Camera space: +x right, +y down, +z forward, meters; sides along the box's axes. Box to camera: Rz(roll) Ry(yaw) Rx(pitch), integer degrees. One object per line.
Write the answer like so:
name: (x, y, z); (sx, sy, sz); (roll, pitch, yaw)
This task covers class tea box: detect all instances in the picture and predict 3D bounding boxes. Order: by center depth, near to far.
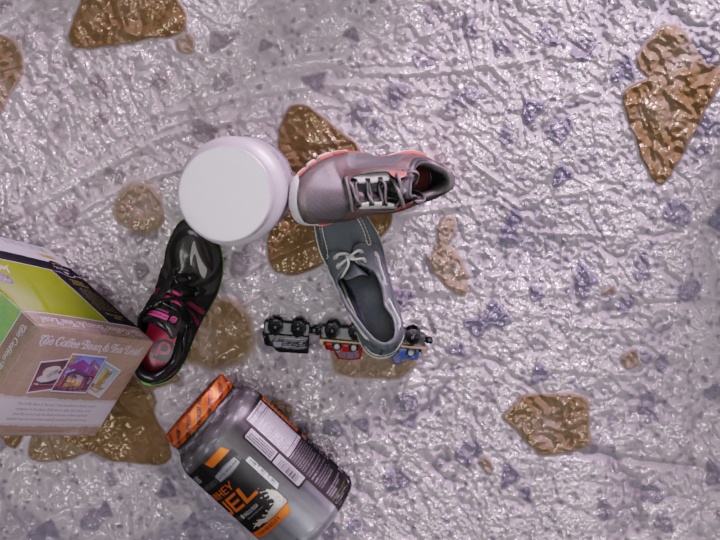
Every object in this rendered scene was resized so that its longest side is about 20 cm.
tea box: (-0.366, 0.065, 1.136); (0.196, 0.200, 0.134); (36, 96, 24)

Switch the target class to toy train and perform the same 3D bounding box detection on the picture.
toy train: (-0.015, 0.082, 1.248); (0.198, 0.034, 0.046); (4, 100, 0)

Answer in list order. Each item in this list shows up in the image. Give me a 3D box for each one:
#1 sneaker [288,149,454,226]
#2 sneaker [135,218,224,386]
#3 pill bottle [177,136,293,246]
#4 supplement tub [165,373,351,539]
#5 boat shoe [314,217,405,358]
sneaker: (0.017, -0.094, 1.162); (0.199, 0.082, 0.078); (-17, 108, -30)
sneaker: (-0.207, 0.040, 1.219); (0.076, 0.084, 0.202); (16, 97, -2)
pill bottle: (-0.132, -0.086, 1.146); (0.112, 0.200, 0.115); (0, 96, 1)
supplement tub: (-0.118, 0.220, 1.221); (0.200, 0.123, 0.123); (43, 95, -4)
boat shoe: (0.000, 0.000, 1.209); (0.072, 0.062, 0.202); (-19, 82, -4)
